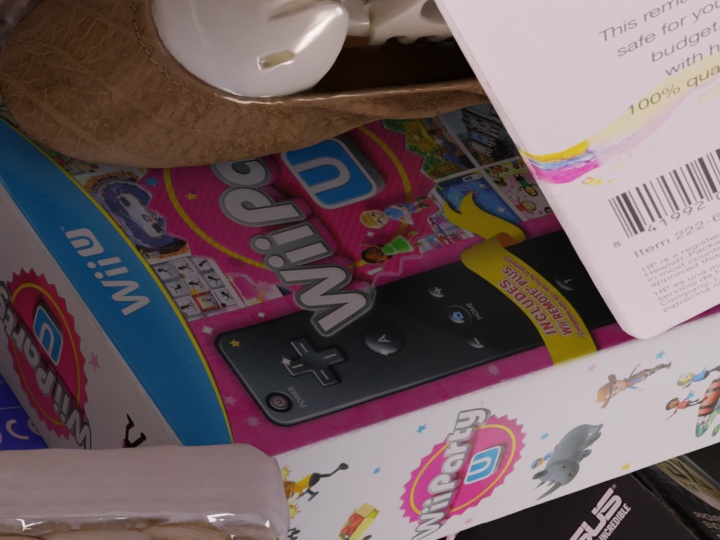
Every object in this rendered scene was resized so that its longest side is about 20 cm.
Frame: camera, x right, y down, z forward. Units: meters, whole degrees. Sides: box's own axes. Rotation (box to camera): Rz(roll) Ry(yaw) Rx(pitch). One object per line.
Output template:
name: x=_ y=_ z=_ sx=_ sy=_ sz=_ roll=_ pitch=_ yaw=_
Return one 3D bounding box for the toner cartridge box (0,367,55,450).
toner cartridge box: x=-0.152 y=0.073 z=0.770 sx=0.200 sy=0.043 sz=0.095 roll=-3 pitch=133 yaw=-41

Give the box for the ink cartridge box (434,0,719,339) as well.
ink cartridge box: x=0.087 y=-0.087 z=0.666 sx=0.144 sy=0.085 sz=0.200 roll=-27 pitch=149 yaw=5

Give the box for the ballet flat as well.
ballet flat: x=0.006 y=-0.069 z=0.762 sx=0.200 sy=0.068 sz=0.072 roll=-4 pitch=164 yaw=-20

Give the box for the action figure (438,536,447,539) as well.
action figure: x=-0.050 y=0.095 z=0.919 sx=0.193 sy=0.105 sz=0.200 roll=-47 pitch=144 yaw=-1

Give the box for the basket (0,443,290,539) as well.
basket: x=-0.110 y=0.161 z=0.676 sx=0.200 sy=0.161 sz=0.198 roll=-3 pitch=137 yaw=-10

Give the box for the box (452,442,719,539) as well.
box: x=0.096 y=0.141 z=0.951 sx=0.200 sy=0.086 sz=0.164 roll=14 pitch=116 yaw=-53

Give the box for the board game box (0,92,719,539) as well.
board game box: x=0.000 y=0.000 z=0.797 sx=0.200 sy=0.148 sz=0.064 roll=-17 pitch=143 yaw=-30
